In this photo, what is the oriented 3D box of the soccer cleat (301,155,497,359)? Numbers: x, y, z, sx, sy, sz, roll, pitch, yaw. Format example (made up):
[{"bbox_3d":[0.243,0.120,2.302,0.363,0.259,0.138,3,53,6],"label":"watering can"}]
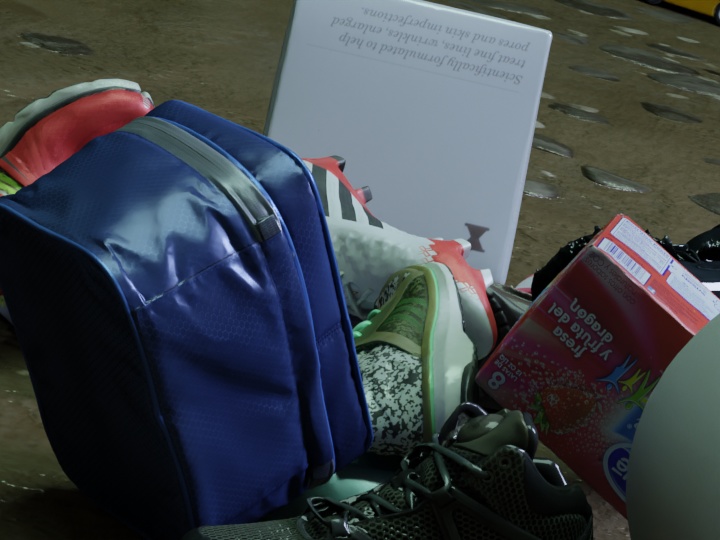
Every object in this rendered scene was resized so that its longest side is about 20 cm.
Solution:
[{"bbox_3d":[0.000,0.000,1.594,0.085,0.069,0.200,-24,43,-27],"label":"soccer cleat"}]

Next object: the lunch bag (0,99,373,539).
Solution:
[{"bbox_3d":[-0.074,0.030,1.328,0.132,0.201,0.136,-31,38,-26],"label":"lunch bag"}]

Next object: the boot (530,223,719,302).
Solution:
[{"bbox_3d":[0.167,0.010,1.560,0.167,0.077,0.200,0,2,-20],"label":"boot"}]

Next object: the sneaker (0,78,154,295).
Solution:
[{"bbox_3d":[-0.187,-0.025,1.564,0.077,0.200,0.085,55,-5,-39],"label":"sneaker"}]

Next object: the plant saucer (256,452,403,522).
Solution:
[{"bbox_3d":[0.004,0.097,1.463,0.199,0.036,0.200,11,14,-3],"label":"plant saucer"}]

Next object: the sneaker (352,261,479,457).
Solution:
[{"bbox_3d":[0.010,0.046,1.454,0.088,0.077,0.200,-1,16,-5],"label":"sneaker"}]

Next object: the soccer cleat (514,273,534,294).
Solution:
[{"bbox_3d":[0.163,0.032,1.742,0.076,0.067,0.200,-24,19,-33],"label":"soccer cleat"}]

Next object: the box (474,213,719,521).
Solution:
[{"bbox_3d":[0.165,0.077,1.396,0.200,0.096,0.100,42,17,2],"label":"box"}]

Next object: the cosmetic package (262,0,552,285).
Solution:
[{"bbox_3d":[0.020,-0.081,1.805,0.164,0.166,0.200,12,-2,-3],"label":"cosmetic package"}]

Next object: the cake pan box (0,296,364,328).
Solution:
[{"bbox_3d":[-0.093,0.028,1.618,0.199,0.053,0.184,3,19,-30],"label":"cake pan box"}]

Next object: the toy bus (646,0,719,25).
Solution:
[{"bbox_3d":[0.429,-0.341,3.394,0.199,0.079,0.065,23,18,37],"label":"toy bus"}]

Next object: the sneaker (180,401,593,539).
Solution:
[{"bbox_3d":[0.015,0.109,1.271,0.198,0.115,0.076,6,13,-15],"label":"sneaker"}]

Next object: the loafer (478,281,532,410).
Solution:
[{"bbox_3d":[0.098,0.052,1.663,0.199,0.073,0.071,26,10,27],"label":"loafer"}]

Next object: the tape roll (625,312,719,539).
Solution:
[{"bbox_3d":[0.232,0.112,1.252,0.202,0.204,0.139,8,14,-15],"label":"tape roll"}]
